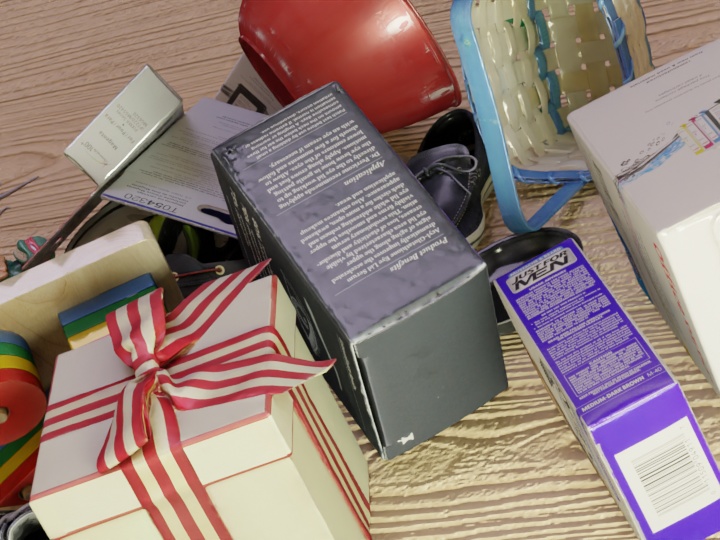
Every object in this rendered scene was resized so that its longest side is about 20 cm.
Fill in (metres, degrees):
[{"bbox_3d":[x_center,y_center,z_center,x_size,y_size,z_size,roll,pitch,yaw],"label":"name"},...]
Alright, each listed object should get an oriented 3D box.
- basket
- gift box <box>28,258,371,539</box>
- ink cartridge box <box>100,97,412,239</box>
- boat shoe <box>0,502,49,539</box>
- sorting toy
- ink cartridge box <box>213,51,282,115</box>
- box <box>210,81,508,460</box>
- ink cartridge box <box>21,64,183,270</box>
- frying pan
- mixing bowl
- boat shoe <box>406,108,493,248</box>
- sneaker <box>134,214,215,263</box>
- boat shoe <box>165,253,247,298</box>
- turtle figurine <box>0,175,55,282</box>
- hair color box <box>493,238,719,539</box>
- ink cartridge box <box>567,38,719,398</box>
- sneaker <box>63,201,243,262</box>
[{"bbox_3d":[0.138,-0.135,1.667,0.139,0.177,0.200,-6,14,30],"label":"basket"},{"bbox_3d":[-0.088,0.113,1.428,0.200,0.187,0.185,-24,29,7],"label":"gift box"},{"bbox_3d":[-0.072,-0.055,1.724,0.196,0.043,0.200,18,32,13],"label":"ink cartridge box"},{"bbox_3d":[-0.219,0.190,1.534,0.072,0.068,0.200,-39,30,-21],"label":"boat shoe"},{"bbox_3d":[-0.202,0.086,1.574,0.198,0.200,0.070,-24,53,-3],"label":"sorting toy"},{"bbox_3d":[-0.062,-0.165,1.937,0.116,0.067,0.200,-45,-2,-30],"label":"ink cartridge box"},{"bbox_3d":[0.000,0.000,1.512,0.104,0.148,0.200,-30,56,-11],"label":"box"},{"bbox_3d":[-0.209,-0.078,1.755,0.174,0.044,0.200,-45,4,-3],"label":"ink cartridge box"},{"bbox_3d":[0.075,0.029,1.591,0.190,0.031,0.115,-32,26,-4],"label":"frying pan"},{"bbox_3d":[-0.024,-0.175,1.748,0.108,0.200,0.200,-39,30,-6],"label":"mixing bowl"},{"bbox_3d":[0.061,-0.060,1.704,0.074,0.062,0.200,-12,26,23],"label":"boat shoe"},{"bbox_3d":[-0.177,0.039,1.732,0.081,0.074,0.200,-12,44,41],"label":"sneaker"},{"bbox_3d":[-0.138,0.025,1.653,0.201,0.074,0.063,-2,62,-19],"label":"boat shoe"},{"bbox_3d":[-0.324,0.015,1.882,0.200,0.101,0.150,-42,14,3],"label":"turtle figurine"},{"bbox_3d":[0.152,0.075,1.371,0.065,0.109,0.200,-27,28,2],"label":"hair color box"},{"bbox_3d":[0.245,-0.035,1.436,0.144,0.147,0.200,-26,29,1],"label":"ink cartridge box"},{"bbox_3d":[-0.145,-0.021,1.813,0.200,0.076,0.115,-24,27,1],"label":"sneaker"}]
